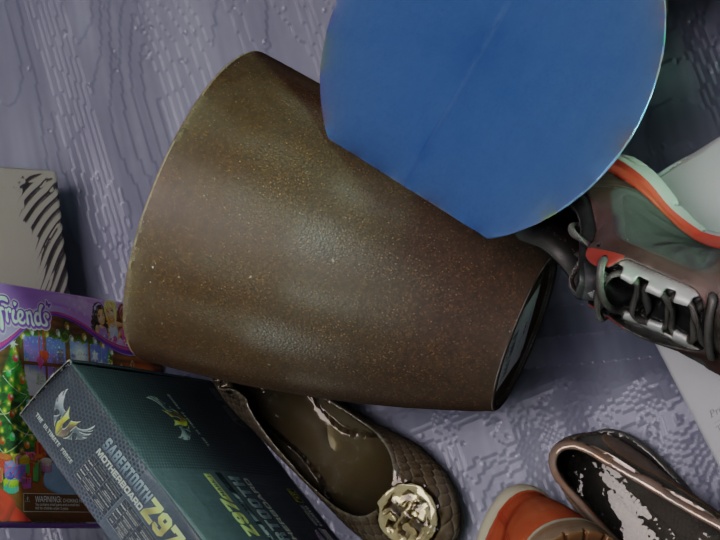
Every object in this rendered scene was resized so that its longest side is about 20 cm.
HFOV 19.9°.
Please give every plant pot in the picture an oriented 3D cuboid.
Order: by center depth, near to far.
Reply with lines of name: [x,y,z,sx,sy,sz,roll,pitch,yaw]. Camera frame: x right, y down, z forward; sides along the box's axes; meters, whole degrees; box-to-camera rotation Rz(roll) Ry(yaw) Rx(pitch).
plant pot: [0.000,0.000,1.140,0.200,0.187,0.187,22,94,13]

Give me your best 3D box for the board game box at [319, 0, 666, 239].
board game box: [0.072,-0.107,1.062,0.200,0.039,0.158,33,97,34]

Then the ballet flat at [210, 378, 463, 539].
ballet flat: [-0.022,0.099,1.198,0.200,0.046,0.067,42,103,26]

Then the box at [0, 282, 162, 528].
box: [-0.187,0.082,1.200,0.039,0.200,0.137,-9,79,29]

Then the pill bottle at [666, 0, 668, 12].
pill bottle: [0.099,-0.158,1.132,0.200,0.111,0.111,-26,72,23]

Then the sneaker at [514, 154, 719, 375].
sneaker: [0.146,0.014,0.998,0.200,0.082,0.077,38,134,44]

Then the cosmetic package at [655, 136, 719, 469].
cosmetic package: [0.214,0.036,1.068,0.102,0.074,0.200,-32,68,21]

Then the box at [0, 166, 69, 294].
box: [-0.228,0.039,1.291,0.082,0.068,0.200,-20,74,49]

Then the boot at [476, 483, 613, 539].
boot: [0.099,0.215,1.110,0.107,0.075,0.200,-141,50,-67]

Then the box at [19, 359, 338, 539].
box: [-0.083,0.141,1.162,0.051,0.158,0.200,-48,64,15]

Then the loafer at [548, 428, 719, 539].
loafer: [0.177,0.155,1.076,0.200,0.063,0.072,39,101,27]
